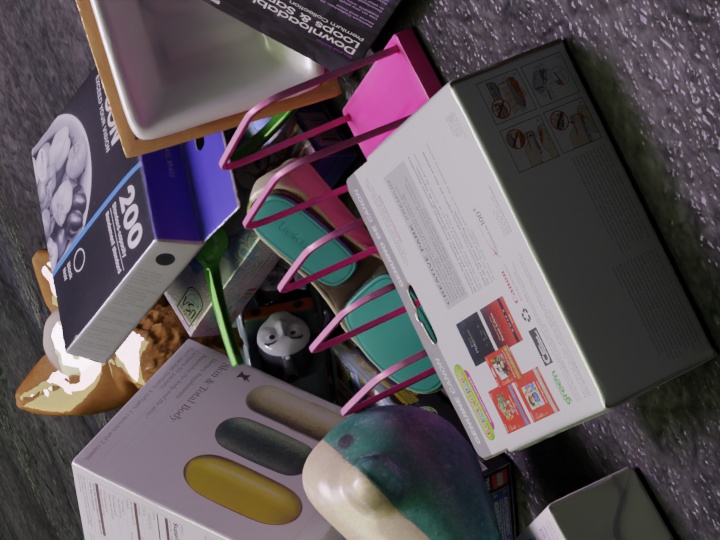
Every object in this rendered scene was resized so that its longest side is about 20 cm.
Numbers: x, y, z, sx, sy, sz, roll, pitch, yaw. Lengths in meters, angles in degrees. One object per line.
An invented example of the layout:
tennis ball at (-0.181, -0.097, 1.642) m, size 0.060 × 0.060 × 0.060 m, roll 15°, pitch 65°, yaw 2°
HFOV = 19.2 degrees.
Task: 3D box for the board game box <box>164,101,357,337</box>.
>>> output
board game box at (-0.115, -0.090, 1.603) m, size 0.200 × 0.043 × 0.199 m, roll 56°, pitch 128°, yaw 26°

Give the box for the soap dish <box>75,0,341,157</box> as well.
soap dish at (-0.116, -0.195, 1.465) m, size 0.081 × 0.157 × 0.201 m, roll -131°, pitch 24°, yaw -82°

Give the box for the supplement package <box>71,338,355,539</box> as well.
supplement package at (-0.084, 0.182, 1.585) m, size 0.199 × 0.152 × 0.151 m, roll 22°, pitch 139°, yaw 24°

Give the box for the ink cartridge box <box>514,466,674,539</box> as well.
ink cartridge box at (0.148, 0.218, 1.385) m, size 0.116 × 0.068 × 0.200 m, roll 61°, pitch 159°, yaw 15°

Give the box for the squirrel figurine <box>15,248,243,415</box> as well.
squirrel figurine at (-0.171, 0.053, 1.845) m, size 0.199 × 0.186 × 0.142 m, roll 7°, pitch 97°, yaw 32°

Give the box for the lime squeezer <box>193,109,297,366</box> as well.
lime squeezer at (-0.094, -0.035, 1.542) m, size 0.038 × 0.070 × 0.201 m, roll -43°, pitch -33°, yaw -73°

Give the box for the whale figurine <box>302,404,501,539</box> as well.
whale figurine at (0.052, 0.159, 1.377) m, size 0.200 × 0.104 × 0.159 m, roll 34°, pitch 169°, yaw 50°

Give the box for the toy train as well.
toy train at (-0.053, 0.092, 1.685) m, size 0.114 × 0.085 × 0.201 m, roll -106°, pitch 7°, yaw -46°

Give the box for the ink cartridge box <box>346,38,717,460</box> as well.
ink cartridge box at (0.092, -0.006, 1.244) m, size 0.201 × 0.084 × 0.176 m, roll 65°, pitch 154°, yaw 5°

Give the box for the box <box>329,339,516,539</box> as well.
box at (0.047, 0.149, 1.595) m, size 0.200 × 0.040 × 0.137 m, roll 44°, pitch 149°, yaw 46°

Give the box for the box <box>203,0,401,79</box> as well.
box at (-0.038, -0.201, 1.333) m, size 0.143 × 0.036 × 0.200 m, roll 28°, pitch 159°, yaw -5°

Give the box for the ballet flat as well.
ballet flat at (0.000, 0.000, 1.505) m, size 0.200 × 0.069 × 0.069 m, roll 49°, pitch 164°, yaw -16°

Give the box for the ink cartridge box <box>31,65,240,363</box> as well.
ink cartridge box at (-0.170, -0.069, 1.565) m, size 0.200 × 0.043 × 0.199 m, roll -46°, pitch 45°, yaw 37°

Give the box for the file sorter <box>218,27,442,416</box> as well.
file sorter at (0.008, -0.024, 1.386) m, size 0.201 × 0.125 × 0.139 m, roll 63°, pitch 159°, yaw 9°
